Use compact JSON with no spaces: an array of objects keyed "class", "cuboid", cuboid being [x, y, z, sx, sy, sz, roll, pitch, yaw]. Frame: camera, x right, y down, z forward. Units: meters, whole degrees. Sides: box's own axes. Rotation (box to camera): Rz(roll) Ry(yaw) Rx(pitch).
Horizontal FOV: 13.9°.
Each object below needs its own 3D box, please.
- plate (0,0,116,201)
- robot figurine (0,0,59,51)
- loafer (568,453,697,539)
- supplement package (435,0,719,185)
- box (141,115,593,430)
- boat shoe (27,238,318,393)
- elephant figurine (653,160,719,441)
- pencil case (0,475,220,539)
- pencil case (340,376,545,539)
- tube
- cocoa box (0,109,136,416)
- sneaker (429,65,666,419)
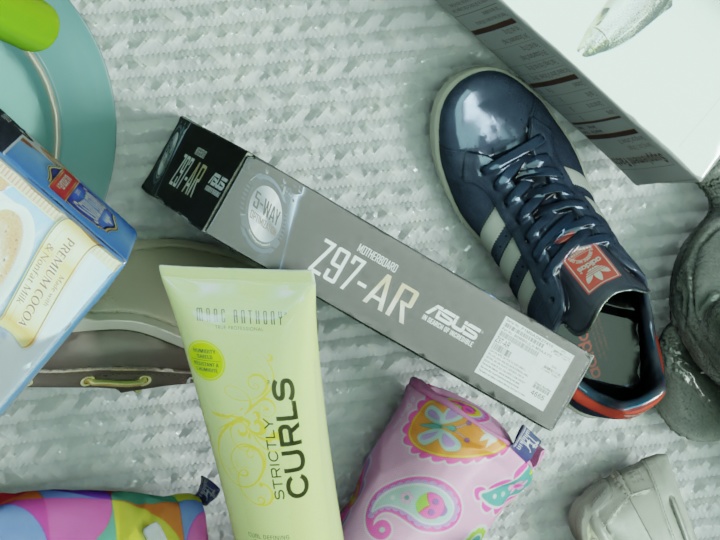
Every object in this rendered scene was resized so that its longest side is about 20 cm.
[{"class":"plate","cuboid":[-0.214,-0.066,1.439,0.199,0.026,0.202,-2,97,-16]},{"class":"robot figurine","cuboid":[-0.203,-0.174,1.375,0.199,0.116,0.176,-22,69,-21]},{"class":"loafer","cuboid":[0.186,0.189,1.563,0.070,0.070,0.201,-33,104,-1]},{"class":"supplement package","cuboid":[0.117,-0.150,1.461,0.200,0.117,0.117,41,84,-8]},{"class":"box","cuboid":[0.000,0.000,1.438,0.199,0.160,0.044,30,90,-17]},{"class":"boat shoe","cuboid":[-0.118,0.028,1.459,0.199,0.072,0.060,4,136,-29]},{"class":"elephant figurine","cuboid":[0.213,0.035,1.534,0.199,0.155,0.142,26,121,-8]},{"class":"pencil case","cuboid":[-0.165,0.144,1.450,0.199,0.088,0.089,2,96,-16]},{"class":"pencil case","cuboid":[0.012,0.154,1.502,0.087,0.087,0.201,35,85,-17]},{"class":"tube","cuboid":[-0.044,0.083,1.397,0.058,0.052,0.201,-19,122,-16]},{"class":"cocoa box","cuboid":[-0.211,0.022,1.319,0.131,0.133,0.200,41,93,-5]},{"class":"sneaker","cuboid":[0.104,-0.013,1.506,0.075,0.084,0.201,-32,104,-10]}]
